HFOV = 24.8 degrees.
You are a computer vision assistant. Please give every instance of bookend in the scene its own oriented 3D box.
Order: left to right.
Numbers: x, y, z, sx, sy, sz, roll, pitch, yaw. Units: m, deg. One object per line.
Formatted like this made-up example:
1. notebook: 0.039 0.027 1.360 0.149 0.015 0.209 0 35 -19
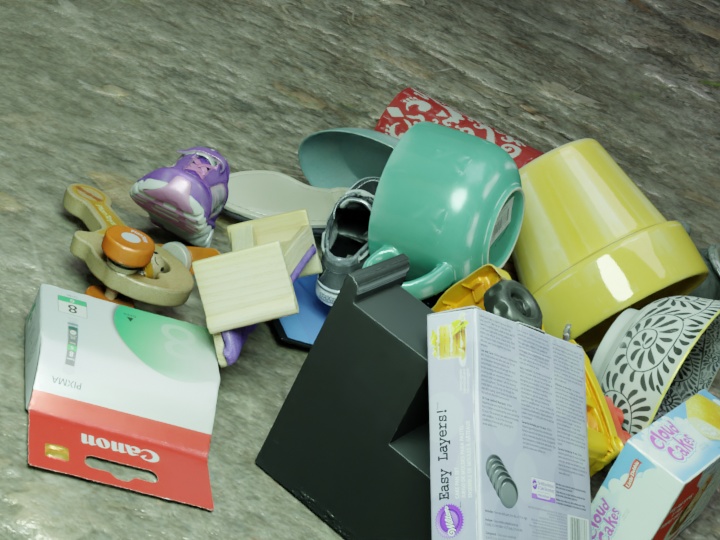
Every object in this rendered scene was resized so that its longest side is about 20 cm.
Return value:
1. bookend: 0.045 0.129 1.344 0.198 0.201 0.092 36 27 20

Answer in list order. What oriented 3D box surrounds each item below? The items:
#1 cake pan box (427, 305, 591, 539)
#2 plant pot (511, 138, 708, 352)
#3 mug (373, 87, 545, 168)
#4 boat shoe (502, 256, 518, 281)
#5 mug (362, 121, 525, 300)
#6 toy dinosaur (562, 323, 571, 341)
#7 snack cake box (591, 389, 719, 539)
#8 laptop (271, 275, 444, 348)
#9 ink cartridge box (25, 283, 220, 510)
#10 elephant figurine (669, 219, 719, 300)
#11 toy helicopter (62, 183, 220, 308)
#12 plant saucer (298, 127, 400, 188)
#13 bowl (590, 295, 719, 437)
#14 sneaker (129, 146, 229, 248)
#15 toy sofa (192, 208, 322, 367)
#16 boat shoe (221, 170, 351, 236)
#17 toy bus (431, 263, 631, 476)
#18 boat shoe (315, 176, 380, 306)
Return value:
1. cake pan box: 0.124 0.138 1.312 0.052 0.186 0.199 -9 -16 33
2. plant pot: 0.242 -0.029 1.760 0.200 0.200 0.190 -10 68 -51
3. mug: 0.109 -0.124 1.959 0.199 0.134 0.177 32 24 18
4. boat shoe: 0.116 0.013 1.794 0.199 0.072 0.068 17 59 -38
5. mug: 0.086 -0.041 1.590 0.113 0.187 0.152 19 -3 21
6. toy dinosaur: 0.120 0.070 1.665 0.179 0.106 0.201 11 35 7
7. snack cake box: 0.290 0.198 1.551 0.067 0.116 0.199 37 27 20
8. laptop: 0.000 0.000 1.645 0.104 0.199 0.178 62 -1 -42
9. ink cartridge box: -0.193 0.099 1.347 0.159 0.050 0.201 17 25 -21
10. elephant figurine: 0.415 0.016 1.990 0.198 0.157 0.141 17 -13 -29
11. toy helicopter: -0.216 -0.027 1.528 0.131 0.080 0.200 4 28 -38
12. plant saucer: 0.028 -0.099 1.776 0.200 0.201 0.039 28 65 2
13. bowl: 0.290 0.099 1.648 0.094 0.202 0.200 30 25 23
14. sneaker: -0.163 -0.081 1.566 0.080 0.089 0.200 31 -6 1
15. toy sofa: -0.086 0.012 1.478 0.082 0.099 0.200 -13 9 7
16. boat shoe: -0.065 -0.055 1.746 0.198 0.063 0.073 7 50 -19
17. toy bus: 0.166 0.115 1.537 0.191 0.136 0.201 14 46 -39
18. boat shoe: -0.002 -0.048 1.643 0.071 0.068 0.201 12 37 11
